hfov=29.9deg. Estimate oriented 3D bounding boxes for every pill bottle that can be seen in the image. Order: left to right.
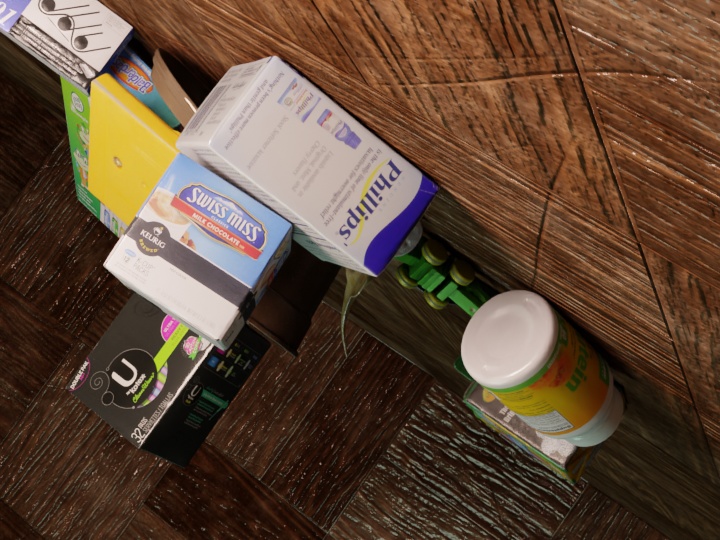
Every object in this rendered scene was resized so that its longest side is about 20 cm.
[{"bbox_3d":[0.204,0.113,1.452,0.111,0.111,0.200,30,172,47],"label":"pill bottle"}]

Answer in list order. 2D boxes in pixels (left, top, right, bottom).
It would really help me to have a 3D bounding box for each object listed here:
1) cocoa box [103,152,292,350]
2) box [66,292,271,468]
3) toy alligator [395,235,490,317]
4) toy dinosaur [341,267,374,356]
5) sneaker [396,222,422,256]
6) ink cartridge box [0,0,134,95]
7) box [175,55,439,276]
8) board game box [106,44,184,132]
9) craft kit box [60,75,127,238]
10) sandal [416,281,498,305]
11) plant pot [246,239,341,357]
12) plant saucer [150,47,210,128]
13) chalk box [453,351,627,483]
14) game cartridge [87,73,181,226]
[{"bbox_3d":[-0.154,-0.013,1.329,0.133,0.131,0.200,33,173,0],"label":"cocoa box"},{"bbox_3d":[-0.242,0.121,1.722,0.148,0.200,0.124,32,175,29],"label":"box"},{"bbox_3d":[0.108,0.013,1.525,0.200,0.059,0.054,35,-143,-14],"label":"toy alligator"},{"bbox_3d":[0.000,0.000,1.596,0.058,0.200,0.101,20,-142,-12],"label":"toy dinosaur"},{"bbox_3d":[-0.028,-0.088,1.442,0.200,0.078,0.112,25,-160,-22],"label":"sneaker"},{"bbox_3d":[-0.369,-0.300,1.557,0.200,0.094,0.044,37,175,-6],"label":"ink cartridge box"},{"bbox_3d":[-0.055,-0.098,1.271,0.200,0.105,0.184,38,174,-17],"label":"box"},{"bbox_3d":[-0.272,-0.205,1.674,0.200,0.045,0.152,44,162,21],"label":"board game box"},{"bbox_3d":[-0.289,-0.123,1.651,0.200,0.048,0.198,38,140,34],"label":"craft kit box"},{"bbox_3d":[0.107,0.019,1.605,0.200,0.043,0.076,33,174,24],"label":"sandal"},{"bbox_3d":[-0.106,-0.025,1.740,0.200,0.199,0.200,36,175,4],"label":"plant pot"},{"bbox_3d":[-0.168,-0.164,1.509,0.200,0.029,0.200,50,-173,-8],"label":"plant saucer"},{"bbox_3d":[0.213,0.152,1.677,0.200,0.125,0.124,35,175,22],"label":"chalk box"},{"bbox_3d":[-0.233,-0.101,1.522,0.200,0.032,0.177,39,142,20],"label":"game cartridge"}]
